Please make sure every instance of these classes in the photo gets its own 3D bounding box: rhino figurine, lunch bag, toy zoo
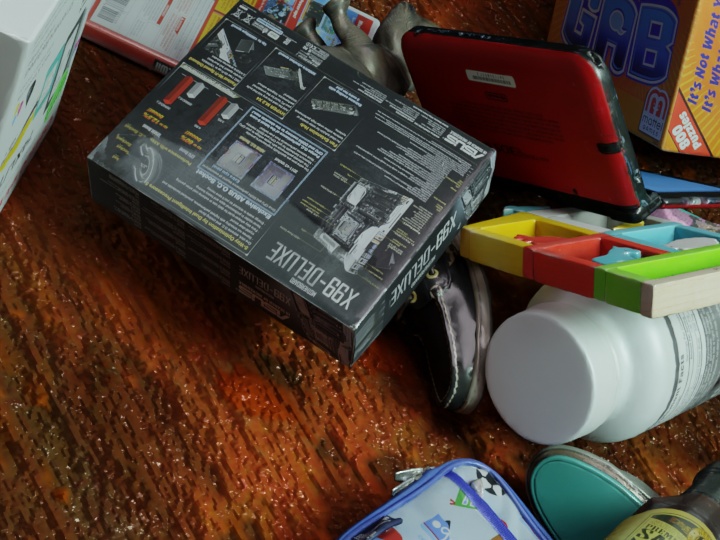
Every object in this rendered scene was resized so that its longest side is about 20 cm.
[{"bbox_3d":[-0.012,-0.143,1.068,0.199,0.060,0.088,-23,85,-37],"label":"rhino figurine"},{"bbox_3d":[0.068,0.204,0.847,0.160,0.076,0.200,-25,68,-40],"label":"lunch bag"},{"bbox_3d":[0.153,-0.012,0.932,0.130,0.021,0.199,-10,17,-35],"label":"toy zoo"}]

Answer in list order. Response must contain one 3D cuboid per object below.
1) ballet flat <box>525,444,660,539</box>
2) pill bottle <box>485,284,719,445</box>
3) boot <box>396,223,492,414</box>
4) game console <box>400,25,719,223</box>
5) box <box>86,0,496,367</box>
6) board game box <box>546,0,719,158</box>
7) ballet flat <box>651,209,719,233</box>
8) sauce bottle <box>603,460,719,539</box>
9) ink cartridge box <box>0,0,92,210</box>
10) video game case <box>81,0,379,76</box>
[{"bbox_3d":[0.186,0.177,0.941,0.200,0.068,0.064,39,20,7],"label":"ballet flat"},{"bbox_3d":[0.171,0.046,0.971,0.199,0.111,0.111,-15,61,-46],"label":"pill bottle"},{"bbox_3d":[0.000,0.000,0.978,0.149,0.073,0.202,1,62,-18],"label":"boot"},{"bbox_3d":[0.147,-0.105,1.032,0.118,0.173,0.199,-36,30,-24],"label":"game console"},{"bbox_3d":[-0.041,-0.058,0.926,0.199,0.050,0.158,32,61,13],"label":"box"},{"bbox_3d":[0.282,-0.203,1.134,0.198,0.202,0.200,4,19,-22],"label":"board game box"},{"bbox_3d":[0.258,-0.005,1.114,0.198,0.069,0.072,16,67,-8],"label":"ballet flat"},{"bbox_3d":[0.163,0.165,0.843,0.066,0.066,0.200,44,42,12],"label":"sauce bottle"},{"bbox_3d":[-0.249,-0.137,0.881,0.145,0.200,0.147,25,47,-6],"label":"ink cartridge box"},{"bbox_3d":[-0.093,-0.179,1.112,0.199,0.017,0.144,25,47,-5],"label":"video game case"}]
